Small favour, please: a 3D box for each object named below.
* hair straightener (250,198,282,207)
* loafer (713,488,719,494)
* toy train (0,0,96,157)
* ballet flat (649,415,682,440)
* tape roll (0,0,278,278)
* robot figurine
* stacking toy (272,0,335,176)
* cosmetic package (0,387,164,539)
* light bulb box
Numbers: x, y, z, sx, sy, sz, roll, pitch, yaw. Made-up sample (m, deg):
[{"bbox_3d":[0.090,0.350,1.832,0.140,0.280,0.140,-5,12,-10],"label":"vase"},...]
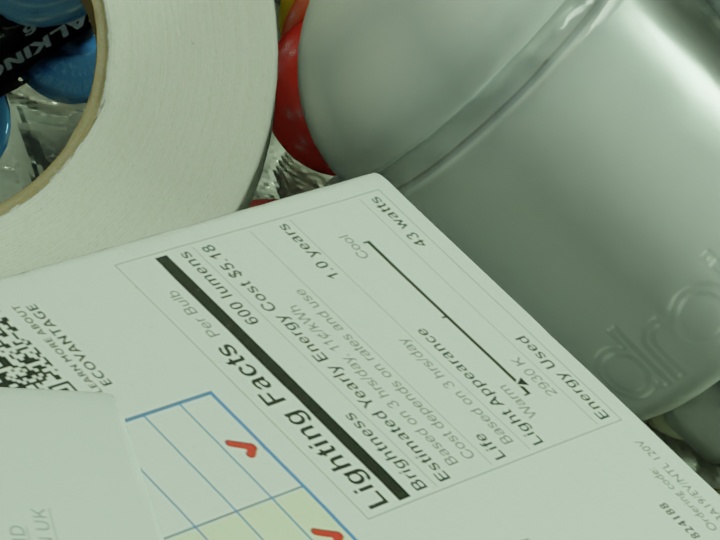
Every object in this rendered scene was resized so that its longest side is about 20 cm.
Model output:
[{"bbox_3d":[0.000,0.000,0.803,0.199,0.041,0.077,3,39,-36],"label":"hair straightener"},{"bbox_3d":[0.093,0.087,0.717,0.199,0.068,0.076,32,34,13],"label":"loafer"},{"bbox_3d":[-0.108,-0.110,0.786,0.199,0.087,0.115,-32,72,-7],"label":"toy train"},{"bbox_3d":[0.097,0.008,0.815,0.199,0.069,0.071,37,74,-15],"label":"ballet flat"},{"bbox_3d":[-0.121,-0.059,0.705,0.201,0.037,0.205,1,77,-4],"label":"tape roll"},{"bbox_3d":[0.062,-0.038,0.713,0.200,0.169,0.113,43,35,-12],"label":"robot figurine"},{"bbox_3d":[0.003,-0.090,0.883,0.085,0.086,0.200,21,30,-4],"label":"stacking toy"},{"bbox_3d":[-0.144,0.124,0.405,0.198,0.200,0.123,4,38,-26],"label":"cosmetic package"},{"bbox_3d":[-0.021,0.099,0.582,0.199,0.125,0.198,-17,51,-43],"label":"light bulb box"}]
